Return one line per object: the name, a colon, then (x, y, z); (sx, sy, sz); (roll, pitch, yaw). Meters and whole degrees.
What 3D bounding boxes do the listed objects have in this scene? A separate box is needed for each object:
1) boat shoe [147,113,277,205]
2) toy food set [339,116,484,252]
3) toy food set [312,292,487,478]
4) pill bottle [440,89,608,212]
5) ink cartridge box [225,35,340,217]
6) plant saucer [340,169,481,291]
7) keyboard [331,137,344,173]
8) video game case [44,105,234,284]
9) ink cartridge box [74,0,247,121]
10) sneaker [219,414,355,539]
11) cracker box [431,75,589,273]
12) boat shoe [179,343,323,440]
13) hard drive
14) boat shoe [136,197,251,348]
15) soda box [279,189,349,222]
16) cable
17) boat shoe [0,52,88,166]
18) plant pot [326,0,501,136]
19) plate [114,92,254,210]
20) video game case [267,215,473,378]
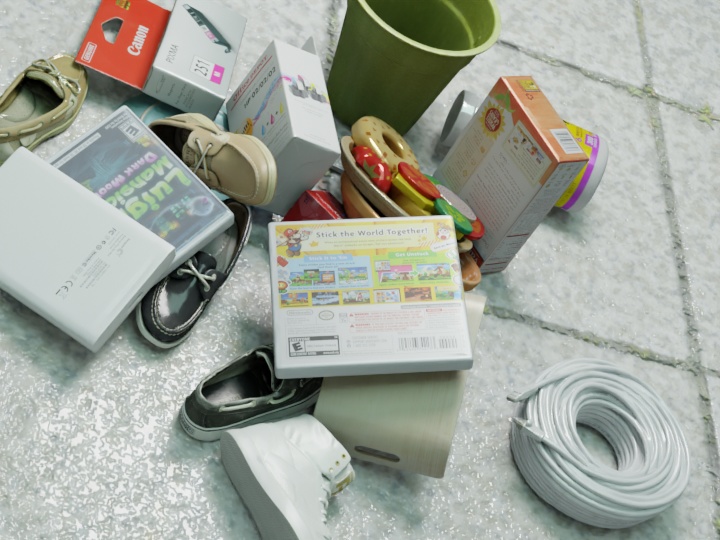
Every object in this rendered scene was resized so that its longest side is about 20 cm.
boat shoe: (-0.161, -0.117, 1.525); (0.064, 0.072, 0.199); (-4, 21, -38)
toy food set: (0.059, -0.092, 1.617); (0.198, 0.049, 0.200); (40, 15, -4)
toy food set: (0.040, 0.101, 1.474); (0.142, 0.061, 0.202); (13, 67, 6)
pill bottle: (0.205, -0.156, 1.804); (0.198, 0.105, 0.105); (22, 45, -9)
ink cartridge box: (-0.093, -0.176, 1.624); (0.067, 0.115, 0.201); (18, 42, -32)
plant saucer: (0.051, -0.041, 1.620); (0.199, 0.038, 0.200); (37, 16, -12)
keyboard: (-0.019, -0.138, 1.737); (0.199, 0.011, 0.057); (27, 45, -5)
video game case: (-0.262, -0.056, 1.471); (0.200, 0.023, 0.182); (-39, 72, -22)
ink cartridge box: (-0.231, -0.275, 1.694); (0.172, 0.044, 0.201); (24, 36, -13)
sneaker: (-0.042, 0.222, 1.366); (0.115, 0.074, 0.201); (-13, 58, -32)
cracker box: (0.166, -0.110, 1.673); (0.057, 0.200, 0.135); (-7, 55, -39)
boat shoe: (-0.091, 0.110, 1.443); (0.199, 0.064, 0.071); (-25, 66, -40)
hard drive: (-0.302, -0.024, 1.424); (0.199, 0.026, 0.132); (32, 65, 13)
boat shoe: (-0.169, -0.002, 1.496); (0.074, 0.060, 0.201); (43, 43, -11)
soda box: (0.000, 0.000, 1.573); (0.200, 0.064, 0.070); (45, 16, 14)
cable: (0.261, 0.189, 1.560); (0.199, 0.069, 0.200); (-27, 69, -42)
boat shoe: (-0.356, -0.185, 1.560); (0.073, 0.063, 0.201); (34, 45, 3)
plant pot: (0.044, -0.267, 1.754); (0.198, 0.191, 0.201); (15, 46, -16)
plate: (-0.192, -0.141, 1.637); (0.198, 0.026, 0.202); (14, 47, -16)
video game case: (0.007, 0.025, 1.459); (0.198, 0.023, 0.183); (-3, 55, -4)
